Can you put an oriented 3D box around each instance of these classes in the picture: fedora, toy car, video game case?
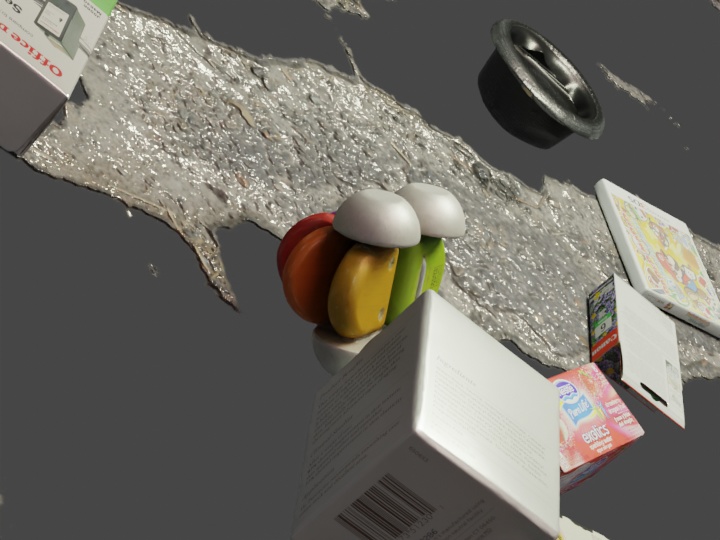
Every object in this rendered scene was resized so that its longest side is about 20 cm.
[{"bbox_3d":[0.222,-0.228,2.327,0.200,0.092,0.202,34,32,-24],"label":"fedora"},{"bbox_3d":[0.000,0.000,1.708,0.149,0.177,0.199,19,16,29],"label":"toy car"},{"bbox_3d":[0.402,-0.016,2.387,0.181,0.023,0.201,24,37,-37],"label":"video game case"}]

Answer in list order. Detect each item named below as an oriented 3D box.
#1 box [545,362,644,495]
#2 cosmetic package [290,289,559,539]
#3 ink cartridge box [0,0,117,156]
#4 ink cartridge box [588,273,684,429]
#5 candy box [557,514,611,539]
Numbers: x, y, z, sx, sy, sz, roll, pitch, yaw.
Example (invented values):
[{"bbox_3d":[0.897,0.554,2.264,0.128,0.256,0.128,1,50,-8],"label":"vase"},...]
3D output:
[{"bbox_3d":[0.185,0.169,1.782,0.096,0.100,0.199,55,30,14],"label":"box"},{"bbox_3d":[0.060,0.164,1.546,0.166,0.167,0.201,36,31,-18],"label":"cosmetic package"},{"bbox_3d":[-0.312,-0.217,1.588,0.145,0.084,0.201,38,30,-18],"label":"ink cartridge box"},{"bbox_3d":[0.323,0.104,2.103,0.109,0.050,0.201,37,31,-20],"label":"ink cartridge box"},{"bbox_3d":[0.235,0.324,1.700,0.199,0.061,0.137,28,35,-32],"label":"candy box"}]
